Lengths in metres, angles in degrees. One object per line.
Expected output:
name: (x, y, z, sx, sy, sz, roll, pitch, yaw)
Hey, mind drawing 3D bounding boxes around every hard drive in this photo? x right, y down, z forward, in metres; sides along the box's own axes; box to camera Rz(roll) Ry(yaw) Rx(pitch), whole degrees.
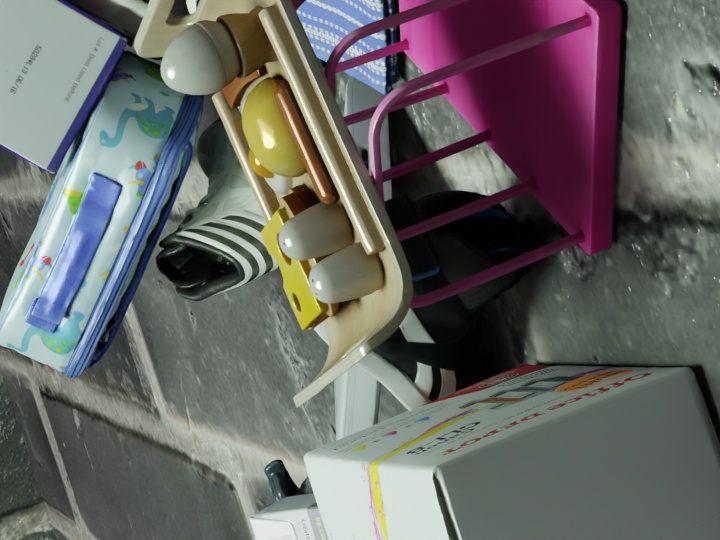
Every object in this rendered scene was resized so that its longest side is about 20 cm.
hard drive: (0.000, 0.000, 1.256, 0.201, 0.026, 0.133, 94, 175, -52)

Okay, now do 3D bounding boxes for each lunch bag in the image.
lunch bag: (-0.175, -0.036, 1.415, 0.161, 0.082, 0.201, -83, 19, -69)

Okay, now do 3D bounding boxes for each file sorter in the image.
file sorter: (0.020, -0.100, 1.009, 0.200, 0.125, 0.140, 52, 155, 44)

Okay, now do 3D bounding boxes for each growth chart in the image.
growth chart: (-0.135, -0.159, 1.376, 0.145, 0.199, 0.018, 5, 70, 64)

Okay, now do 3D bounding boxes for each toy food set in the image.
toy food set: (-0.049, -0.040, 0.975, 0.201, 0.060, 0.144, 67, 162, 7)

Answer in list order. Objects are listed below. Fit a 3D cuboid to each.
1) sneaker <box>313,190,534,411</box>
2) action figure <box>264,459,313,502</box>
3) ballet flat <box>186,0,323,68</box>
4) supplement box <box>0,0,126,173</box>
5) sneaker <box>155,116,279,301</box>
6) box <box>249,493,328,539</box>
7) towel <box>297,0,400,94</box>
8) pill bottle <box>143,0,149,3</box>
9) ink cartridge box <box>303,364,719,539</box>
sneaker: (0.055, 0.020, 1.125, 0.200, 0.112, 0.073, 34, -150, -58)
action figure: (0.027, 0.200, 1.386, 0.201, 0.104, 0.193, 61, 171, -9)
ballet flat: (-0.072, -0.182, 1.271, 0.068, 0.075, 0.201, -137, 32, -60)
supplement box: (-0.237, -0.140, 1.410, 0.103, 0.102, 0.200, 30, 179, -16)
sneaker: (-0.099, -0.046, 1.420, 0.200, 0.115, 0.076, 37, 149, 60)
box: (0.039, 0.203, 1.246, 0.199, 0.041, 0.157, -13, 98, 40)
towel: (-0.043, -0.199, 1.152, 0.144, 0.024, 0.201, 27, 142, 29)
pill bottle: (-0.163, -0.235, 1.423, 0.113, 0.112, 0.200, 68, 162, 5)
ink cartridge box: (0.084, 0.135, 1.034, 0.200, 0.145, 0.146, -6, 103, 71)
